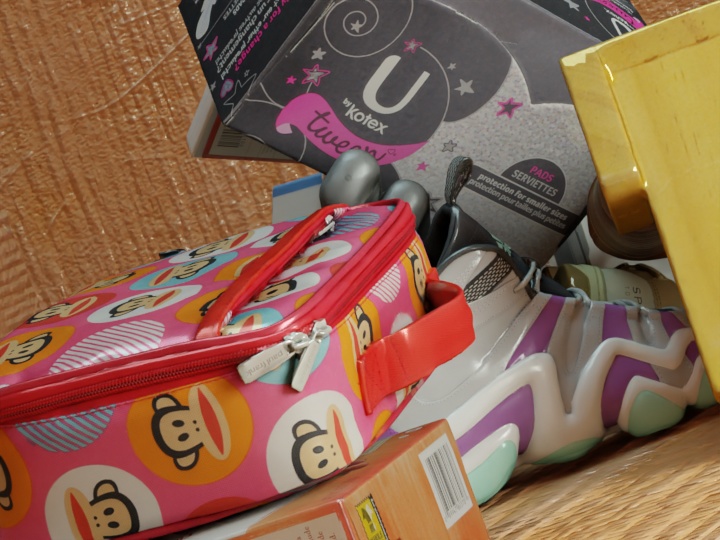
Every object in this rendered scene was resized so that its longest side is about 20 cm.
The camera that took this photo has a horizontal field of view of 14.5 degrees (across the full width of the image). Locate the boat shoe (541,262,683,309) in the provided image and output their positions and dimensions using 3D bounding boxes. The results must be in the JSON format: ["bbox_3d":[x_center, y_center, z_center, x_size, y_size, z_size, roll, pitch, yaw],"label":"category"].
[{"bbox_3d":[0.121,0.033,1.381,0.066,0.075,0.200,3,-1,-1],"label":"boat shoe"}]

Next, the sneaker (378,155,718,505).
[{"bbox_3d":[0.078,0.012,1.229,0.199,0.141,0.078,-22,5,-19],"label":"sneaker"}]

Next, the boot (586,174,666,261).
[{"bbox_3d":[0.198,-0.062,1.342,0.199,0.077,0.155,-34,-9,2],"label":"boot"}]

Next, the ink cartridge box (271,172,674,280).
[{"bbox_3d":[0.067,-0.008,1.559,0.199,0.084,0.145,4,-7,-23],"label":"ink cartridge box"}]

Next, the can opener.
[{"bbox_3d":[0.000,0.000,1.328,0.067,0.053,0.200,-57,-7,-8],"label":"can opener"}]

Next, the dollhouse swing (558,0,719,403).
[{"bbox_3d":[0.206,-0.032,1.164,0.199,0.177,0.182,-20,-9,5],"label":"dollhouse swing"}]

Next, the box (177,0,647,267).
[{"bbox_3d":[0.034,-0.105,1.372,0.132,0.199,0.115,-51,33,20],"label":"box"}]

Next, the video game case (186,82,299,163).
[{"bbox_3d":[0.022,-0.107,1.478,0.199,0.018,0.143,3,-43,-23],"label":"video game case"}]

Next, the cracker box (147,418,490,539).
[{"bbox_3d":[-0.065,0.121,1.046,0.199,0.058,0.134,-20,3,19],"label":"cracker box"}]

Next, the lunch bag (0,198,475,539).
[{"bbox_3d":[-0.043,0.037,1.068,0.175,0.082,0.200,-14,11,17],"label":"lunch bag"}]
